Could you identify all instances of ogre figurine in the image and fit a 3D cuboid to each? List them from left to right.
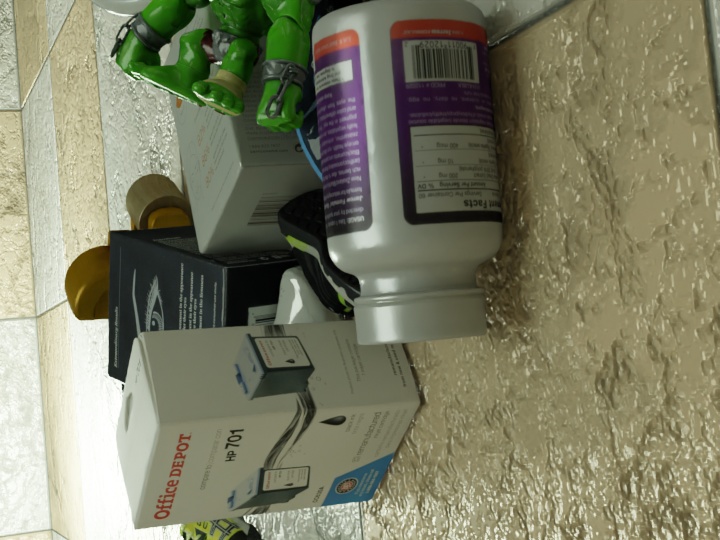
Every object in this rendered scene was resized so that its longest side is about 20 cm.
[{"bbox_3d":[-0.102,-0.182,0.895,0.199,0.098,0.121,22,87,58],"label":"ogre figurine"}]

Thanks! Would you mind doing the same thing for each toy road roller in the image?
[{"bbox_3d":[-0.287,-0.010,1.468,0.123,0.144,0.202,-134,45,-57],"label":"toy road roller"}]

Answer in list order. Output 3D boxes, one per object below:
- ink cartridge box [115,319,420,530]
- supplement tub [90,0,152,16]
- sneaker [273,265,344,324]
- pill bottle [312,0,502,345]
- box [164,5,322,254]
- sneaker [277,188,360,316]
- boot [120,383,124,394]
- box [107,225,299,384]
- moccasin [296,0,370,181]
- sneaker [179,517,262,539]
[{"bbox_3d":[-0.074,0.115,0.904,0.147,0.198,0.086,111,147,-45],"label":"ink cartridge box"},{"bbox_3d":[-0.172,-0.303,1.080,0.200,0.121,0.124,-48,-35,-65],"label":"supplement tub"},{"bbox_3d":[-0.060,0.096,1.013,0.074,0.086,0.202,24,116,58],"label":"sneaker"},{"bbox_3d":[0.031,-0.058,0.741,0.111,0.110,0.203,171,95,-67],"label":"pill bottle"},{"bbox_3d":[-0.090,-0.139,1.025,0.152,0.105,0.202,127,135,-57],"label":"box"},{"bbox_3d":[0.000,0.000,0.911,0.200,0.071,0.083,45,158,59],"label":"sneaker"},{"bbox_3d":[-0.254,0.199,1.507,0.200,0.076,0.170,157,104,-73],"label":"boot"},{"bbox_3d":[-0.143,0.045,1.110,0.199,0.104,0.150,17,108,46],"label":"box"},{"bbox_3d":[-0.015,-0.148,0.881,0.068,0.080,0.202,-50,48,53],"label":"moccasin"},{"bbox_3d":[-0.154,0.299,1.284,0.200,0.076,0.076,-136,49,-57],"label":"sneaker"}]
